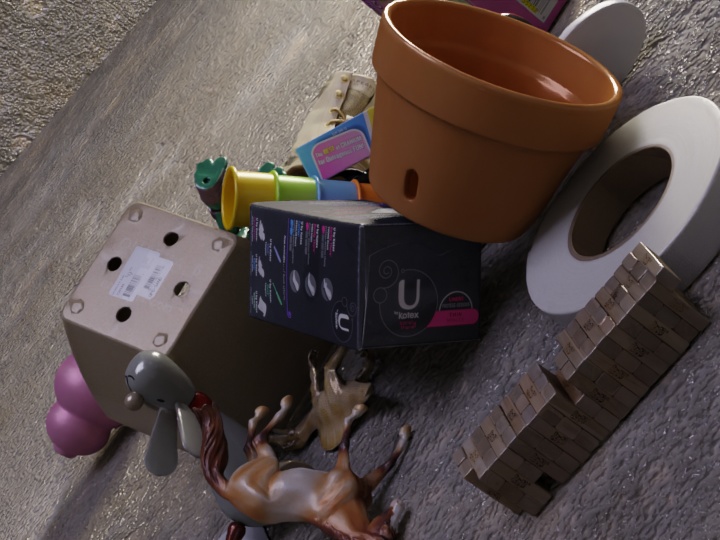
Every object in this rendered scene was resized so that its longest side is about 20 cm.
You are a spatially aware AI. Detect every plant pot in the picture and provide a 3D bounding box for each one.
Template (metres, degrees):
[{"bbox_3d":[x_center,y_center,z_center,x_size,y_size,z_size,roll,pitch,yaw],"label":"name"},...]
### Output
[{"bbox_3d":[-0.163,0.049,1.517,0.200,0.177,0.200,19,69,31],"label":"plant pot"},{"bbox_3d":[0.092,-0.115,1.278,0.200,0.200,0.140,-97,24,-62],"label":"plant pot"}]

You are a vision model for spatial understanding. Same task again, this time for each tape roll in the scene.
[{"bbox_3d":[0.206,-0.041,1.194,0.203,0.037,0.203,-43,24,24],"label":"tape roll"}]

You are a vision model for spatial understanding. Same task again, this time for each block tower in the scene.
[{"bbox_3d":[0.152,0.079,1.093,0.200,0.058,0.054,-51,21,10],"label":"block tower"}]

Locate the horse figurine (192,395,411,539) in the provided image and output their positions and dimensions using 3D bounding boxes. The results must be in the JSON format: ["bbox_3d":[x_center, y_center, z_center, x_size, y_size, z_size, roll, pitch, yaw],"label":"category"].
[{"bbox_3d":[-0.048,0.163,1.286,0.200,0.050,0.133,7,51,16],"label":"horse figurine"}]

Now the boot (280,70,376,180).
[{"bbox_3d":[-0.021,-0.156,1.803,0.155,0.073,0.200,-62,17,-15],"label":"boot"}]

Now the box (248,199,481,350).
[{"bbox_3d":[0.000,0.000,1.360,0.200,0.122,0.106,13,104,59],"label":"box"}]

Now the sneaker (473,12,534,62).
[{"bbox_3d":[0.082,-0.148,1.418,0.200,0.071,0.098,-54,19,15],"label":"sneaker"}]

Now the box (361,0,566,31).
[{"bbox_3d":[0.092,-0.304,1.656,0.097,0.176,0.200,-57,21,-11],"label":"box"}]

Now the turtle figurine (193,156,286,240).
[{"bbox_3d":[-0.119,-0.037,1.754,0.150,0.200,0.101,-7,52,1],"label":"turtle figurine"}]

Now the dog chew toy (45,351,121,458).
[{"bbox_3d":[-0.306,0.130,1.893,0.200,0.125,0.125,-61,21,1],"label":"dog chew toy"}]

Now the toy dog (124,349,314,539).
[{"bbox_3d":[-0.135,0.167,1.374,0.096,0.200,0.132,-54,-4,-27],"label":"toy dog"}]

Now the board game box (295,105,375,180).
[{"bbox_3d":[0.046,-0.153,1.550,0.200,0.040,0.153,-27,4,13],"label":"board game box"}]

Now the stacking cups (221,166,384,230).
[{"bbox_3d":[-0.027,-0.065,1.488,0.061,0.200,0.061,180,90,-72],"label":"stacking cups"}]

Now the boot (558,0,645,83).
[{"bbox_3d":[0.165,-0.167,1.425,0.200,0.074,0.096,-49,25,9],"label":"boot"}]

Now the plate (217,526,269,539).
[{"bbox_3d":[-0.140,0.316,1.361,0.200,0.032,0.200,-52,21,2],"label":"plate"}]

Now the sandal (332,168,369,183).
[{"bbox_3d":[-0.025,-0.082,1.639,0.200,0.043,0.076,-26,24,9],"label":"sandal"}]

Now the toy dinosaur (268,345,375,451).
[{"bbox_3d":[-0.014,0.109,1.420,0.200,0.058,0.101,-36,40,55],"label":"toy dinosaur"}]
